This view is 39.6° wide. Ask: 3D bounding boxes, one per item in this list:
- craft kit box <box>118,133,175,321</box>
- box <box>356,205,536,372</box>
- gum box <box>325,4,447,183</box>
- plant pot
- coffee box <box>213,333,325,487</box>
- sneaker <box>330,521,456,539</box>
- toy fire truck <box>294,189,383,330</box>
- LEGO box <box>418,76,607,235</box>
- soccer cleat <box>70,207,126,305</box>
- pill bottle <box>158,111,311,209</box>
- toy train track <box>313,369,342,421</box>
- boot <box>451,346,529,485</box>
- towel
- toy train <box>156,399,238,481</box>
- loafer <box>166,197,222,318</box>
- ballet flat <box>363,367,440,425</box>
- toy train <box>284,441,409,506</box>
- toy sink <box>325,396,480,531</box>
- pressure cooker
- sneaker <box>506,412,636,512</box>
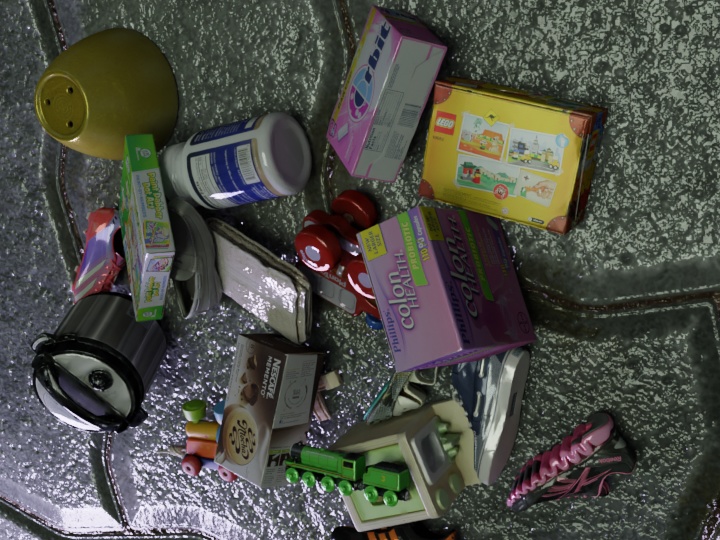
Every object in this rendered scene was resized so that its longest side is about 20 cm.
[{"bbox_3d":[-0.311,-0.059,1.445,0.198,0.048,0.200,119,141,-53],"label":"craft kit box"},{"bbox_3d":[0.110,0.022,1.232,0.097,0.200,0.176,-23,77,33],"label":"box"},{"bbox_3d":[0.027,-0.218,1.269,0.200,0.066,0.114,-68,29,26],"label":"gum box"},{"bbox_3d":[-0.392,-0.250,1.471,0.200,0.142,0.200,9,109,26],"label":"plant pot"},{"bbox_3d":[-0.134,0.201,1.464,0.113,0.080,0.200,18,99,42],"label":"coffee box"},{"bbox_3d":[0.053,0.395,1.488,0.200,0.070,0.090,12,96,24],"label":"sneaker"},{"bbox_3d":[0.000,0.000,1.375,0.200,0.112,0.168,29,141,18],"label":"toy fire truck"},{"bbox_3d":[0.184,-0.145,1.235,0.200,0.077,0.149,18,112,23],"label":"LEGO box"},{"bbox_3d":[-0.411,-0.005,1.606,0.076,0.067,0.200,21,112,15],"label":"soccer cleat"},{"bbox_3d":[-0.179,-0.148,1.405,0.200,0.116,0.116,-8,102,30],"label":"pill bottle"},{"bbox_3d":[-0.116,0.192,1.526,0.200,0.033,0.115,-22,95,32],"label":"toy train track"},{"bbox_3d":[0.165,0.186,1.361,0.090,0.073,0.200,19,105,29],"label":"boot"},{"bbox_3d":[-0.150,0.017,1.451,0.200,0.034,0.133,32,142,26],"label":"towel"},{"bbox_3d":[-0.259,0.255,1.583,0.200,0.085,0.116,3,114,27],"label":"toy train"},{"bbox_3d":[-0.250,-0.013,1.447,0.070,0.070,0.200,22,138,33],"label":"loafer"},{"bbox_3d":[0.068,0.153,1.396,0.072,0.072,0.200,33,119,15],"label":"ballet flat"},{"bbox_3d":[-0.021,0.277,1.375,0.200,0.042,0.056,6,101,31],"label":"toy train"},{"bbox_3d":[0.071,0.273,1.406,0.200,0.112,0.130,-19,96,31],"label":"toy sink"},{"bbox_3d":[-0.408,0.149,1.546,0.176,0.200,0.179,6,124,5],"label":"pressure cooker"},{"bbox_3d":[0.280,0.276,1.326,0.095,0.079,0.200,44,122,-4],"label":"sneaker"}]
